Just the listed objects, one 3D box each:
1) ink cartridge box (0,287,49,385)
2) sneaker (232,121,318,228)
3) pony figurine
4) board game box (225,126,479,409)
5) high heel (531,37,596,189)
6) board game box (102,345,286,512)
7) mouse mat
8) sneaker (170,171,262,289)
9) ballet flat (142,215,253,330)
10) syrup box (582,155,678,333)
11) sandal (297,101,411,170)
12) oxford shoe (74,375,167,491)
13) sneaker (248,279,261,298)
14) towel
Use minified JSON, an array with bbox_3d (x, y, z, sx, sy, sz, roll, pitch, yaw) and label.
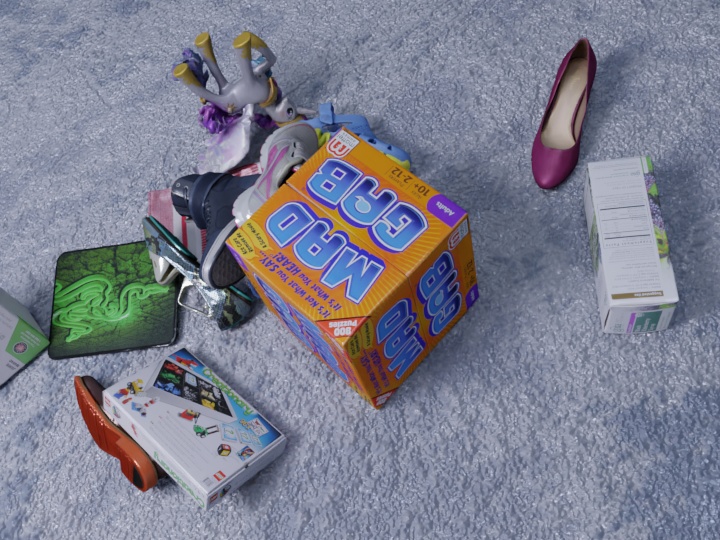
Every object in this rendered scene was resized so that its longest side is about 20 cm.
[{"bbox_3d":[-0.545,0.109,1.026,0.200,0.146,0.084,-43,58,-11],"label":"ink cartridge box"},{"bbox_3d":[-0.087,-0.121,1.007,0.087,0.081,0.202,-14,43,35],"label":"sneaker"},{"bbox_3d":[-0.182,-0.246,1.122,0.191,0.200,0.169,-20,54,16],"label":"pony figurine"},{"bbox_3d":[0.000,0.000,0.929,0.199,0.201,0.200,38,75,28],"label":"board game box"},{"bbox_3d":[0.270,-0.211,1.039,0.066,0.096,0.203,10,65,18],"label":"high heel"},{"bbox_3d":[-0.202,0.184,0.941,0.199,0.035,0.126,35,43,26],"label":"board game box"},{"bbox_3d":[-0.346,0.037,1.087,0.197,0.008,0.164,-8,69,12],"label":"mouse mat"},{"bbox_3d":[-0.203,-0.058,1.034,0.144,0.078,0.204,7,44,18],"label":"sneaker"},{"bbox_3d":[-0.236,0.007,1.041,0.199,0.074,0.074,38,75,14],"label":"ballet flat"},{"bbox_3d":[0.324,-0.032,0.942,0.080,0.079,0.203,-5,61,9],"label":"syrup box"},{"bbox_3d":[-0.012,-0.189,1.106,0.198,0.080,0.088,24,66,22],"label":"sandal"},{"bbox_3d":[-0.297,0.195,0.984,0.072,0.072,0.199,-27,52,-36],"label":"oxford shoe"},{"bbox_3d":[-0.085,-0.050,1.060,0.200,0.070,0.078,-46,39,-5],"label":"sneaker"},{"bbox_3d":[-0.214,-0.077,1.123,0.197,0.023,0.146,-14,61,5],"label":"towel"}]
